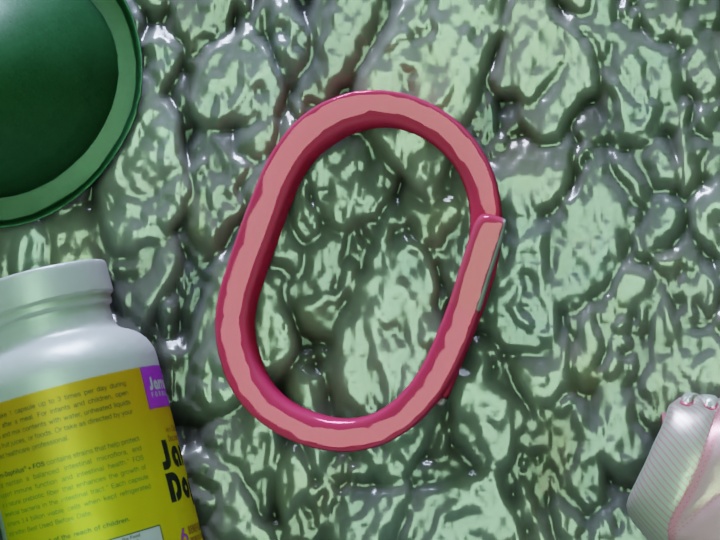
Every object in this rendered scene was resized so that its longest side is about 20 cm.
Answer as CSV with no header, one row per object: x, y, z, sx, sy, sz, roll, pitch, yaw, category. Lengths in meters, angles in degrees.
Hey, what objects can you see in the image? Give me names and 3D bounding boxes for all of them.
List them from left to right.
-0.228,-0.107,0.790,0.200,0.176,0.166,-43,83,3,hat
-0.149,0.100,0.807,0.103,0.104,0.202,-15,86,6,pill bottle
0.000,0.000,0.830,0.142,0.037,0.202,20,89,10,fitness band
0.219,0.078,0.776,0.104,0.076,0.200,38,77,29,sneaker
